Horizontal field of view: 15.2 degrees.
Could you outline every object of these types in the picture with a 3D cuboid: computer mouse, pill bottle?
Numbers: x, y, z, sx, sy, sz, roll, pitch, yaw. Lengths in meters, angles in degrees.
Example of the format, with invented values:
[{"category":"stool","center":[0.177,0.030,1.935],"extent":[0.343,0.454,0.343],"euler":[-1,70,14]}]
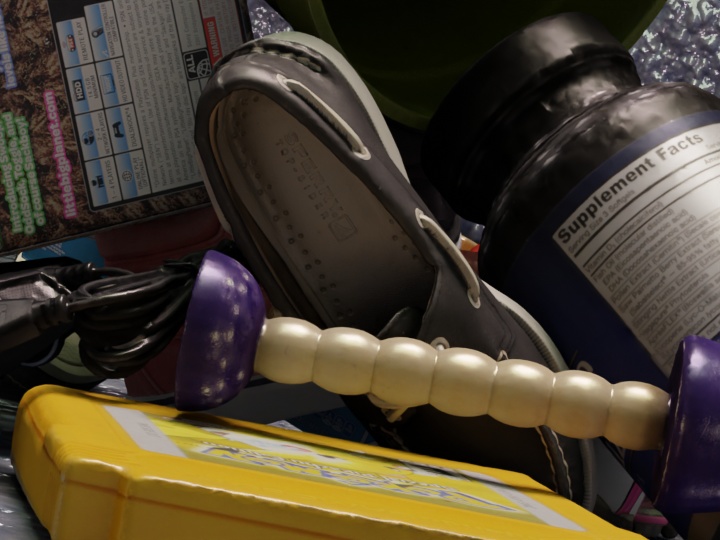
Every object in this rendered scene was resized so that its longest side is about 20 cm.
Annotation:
[{"category":"computer mouse","center":[-0.135,0.027,0.912],"extent":[0.199,0.046,0.140],"euler":[-6,8,17]},{"category":"pill bottle","center":[0.112,0.007,0.942],"extent":[0.200,0.112,0.112],"euler":[51,20,26]}]

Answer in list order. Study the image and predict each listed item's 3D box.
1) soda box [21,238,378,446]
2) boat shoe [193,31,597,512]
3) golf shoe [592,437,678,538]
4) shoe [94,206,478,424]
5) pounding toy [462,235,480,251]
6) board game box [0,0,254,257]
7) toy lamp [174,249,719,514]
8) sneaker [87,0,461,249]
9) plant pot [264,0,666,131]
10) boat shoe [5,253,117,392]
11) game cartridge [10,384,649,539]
[{"category":"soda box","center":[-0.043,0.015,1.159],"extent":[0.200,0.064,0.068],"euler":[31,8,23]},{"category":"boat shoe","center":[0.010,0.013,0.896],"extent":[0.074,0.201,0.060],"euler":[-27,7,18]},{"category":"golf shoe","center":[0.087,0.056,1.035],"extent":[0.072,0.093,0.200],"euler":[14,3,18]},{"category":"shoe","center":[0.000,0.000,1.036],"extent":[0.199,0.091,0.071],"euler":[-14,7,0]},{"category":"pounding toy","center":[0.066,0.014,2.145],"extent":[0.199,0.143,0.184],"euler":[12,0,29]},{"category":"board game box","center":[-0.148,-0.086,0.957],"extent":[0.199,0.160,0.097],"euler":[-14,8,-23]},{"category":"toy lamp","center":[0.045,0.036,0.841],"extent":[0.199,0.059,0.058],"euler":[13,1,3]},{"category":"sneaker","center":[-0.047,-0.065,1.091],"extent":[0.199,0.114,0.076],"euler":[13,32,-2]},{"category":"plant pot","center":[0.003,-0.179,1.026],"extent":[0.200,0.201,0.193],"euler":[11,15,-43]},{"category":"boat shoe","center":[-0.141,0.027,1.228],"extent":[0.072,0.068,0.200],"euler":[39,10,-10]},{"category":"game cartridge","center":[-0.008,0.069,0.777],"extent":[0.175,0.033,0.200],"euler":[11,-1,-11]}]
